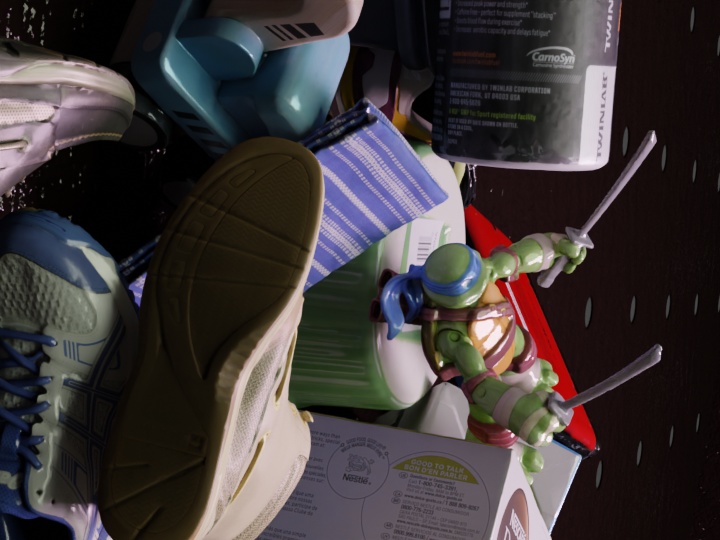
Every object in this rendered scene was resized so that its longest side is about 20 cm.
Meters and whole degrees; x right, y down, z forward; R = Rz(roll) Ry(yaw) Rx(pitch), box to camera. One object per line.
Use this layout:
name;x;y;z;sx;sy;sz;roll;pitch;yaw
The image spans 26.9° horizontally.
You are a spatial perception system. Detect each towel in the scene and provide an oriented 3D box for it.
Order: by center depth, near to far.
towel;-0.052;-0.007;0.812;0.024;0.199;0.145;60;8;23

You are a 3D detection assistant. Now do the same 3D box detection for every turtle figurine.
turtle figurine;0.116;0.051;0.931;0.195;0.198;0.145;76;-7;-56

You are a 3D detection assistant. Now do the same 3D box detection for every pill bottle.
pill bottle;0.098;-0.162;0.858;0.106;0.105;0.202;-17;112;-66

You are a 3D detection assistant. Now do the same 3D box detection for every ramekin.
ramekin;0.000;0.000;1.025;0.200;0.097;0.202;6;90;-68

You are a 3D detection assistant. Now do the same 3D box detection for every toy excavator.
toy excavator;-0.047;-0.118;0.747;0.195;0.198;0.101;47;52;-45

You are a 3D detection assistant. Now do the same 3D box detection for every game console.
game console;0.097;0.074;1.194;0.172;0.118;0.201;34;30;-56

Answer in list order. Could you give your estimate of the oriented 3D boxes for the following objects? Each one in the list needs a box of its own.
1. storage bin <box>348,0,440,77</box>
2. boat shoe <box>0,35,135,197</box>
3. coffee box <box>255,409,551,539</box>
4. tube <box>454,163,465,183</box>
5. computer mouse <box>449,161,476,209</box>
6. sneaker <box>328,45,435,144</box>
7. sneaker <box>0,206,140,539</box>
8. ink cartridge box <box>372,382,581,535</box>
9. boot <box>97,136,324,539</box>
storage bin;0.012;-0.220;0.947;0.200;0.133;0.147;-54;144;-53
boat shoe;-0.173;-0.064;0.632;0.199;0.074;0.074;0;106;-59
coffee box;0.002;0.222;0.957;0.200;0.198;0.199;63;39;-55
tube;0.078;-0.134;1.245;0.058;0.051;0.202;42;57;-65
computer mouse;0.057;-0.046;1.129;0.034;0.059;0.200;-35;164;-28
sneaker;0.044;-0.110;1.117;0.200;0.089;0.076;31;68;-66
sneaker;-0.148;0.073;0.710;0.088;0.074;0.202;-48;139;-54
ink cartridge box;0.066;0.153;1.114;0.068;0.114;0.200;-64;-172;-20
boot;-0.057;0.045;0.750;0.155;0.072;0.202;49;55;-74
